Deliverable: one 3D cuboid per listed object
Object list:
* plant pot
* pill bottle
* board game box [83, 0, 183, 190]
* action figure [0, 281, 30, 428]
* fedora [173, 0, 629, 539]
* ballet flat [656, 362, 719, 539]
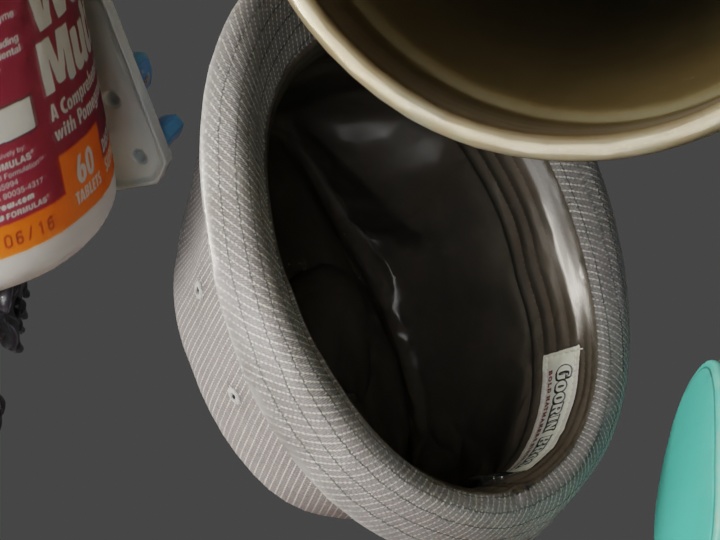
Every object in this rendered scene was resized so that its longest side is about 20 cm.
[{"bbox_3d":[0.080,-0.137,0.795,0.199,0.173,0.202,1,95,16],"label":"plant pot"},{"bbox_3d":[-0.142,-0.099,0.796,0.109,0.110,0.201,1,120,15],"label":"pill bottle"},{"bbox_3d":[-0.175,-0.112,0.890,0.199,0.026,0.201,-6,117,29],"label":"board game box"},{"bbox_3d":[-0.220,0.031,0.917,0.198,0.102,0.120,6,59,-1],"label":"action figure"},{"bbox_3d":[0.000,0.000,0.858,0.090,0.176,0.201,-22,89,46],"label":"fedora"},{"bbox_3d":[0.121,0.118,0.820,0.063,0.201,0.069,19,142,-8],"label":"ballet flat"}]
